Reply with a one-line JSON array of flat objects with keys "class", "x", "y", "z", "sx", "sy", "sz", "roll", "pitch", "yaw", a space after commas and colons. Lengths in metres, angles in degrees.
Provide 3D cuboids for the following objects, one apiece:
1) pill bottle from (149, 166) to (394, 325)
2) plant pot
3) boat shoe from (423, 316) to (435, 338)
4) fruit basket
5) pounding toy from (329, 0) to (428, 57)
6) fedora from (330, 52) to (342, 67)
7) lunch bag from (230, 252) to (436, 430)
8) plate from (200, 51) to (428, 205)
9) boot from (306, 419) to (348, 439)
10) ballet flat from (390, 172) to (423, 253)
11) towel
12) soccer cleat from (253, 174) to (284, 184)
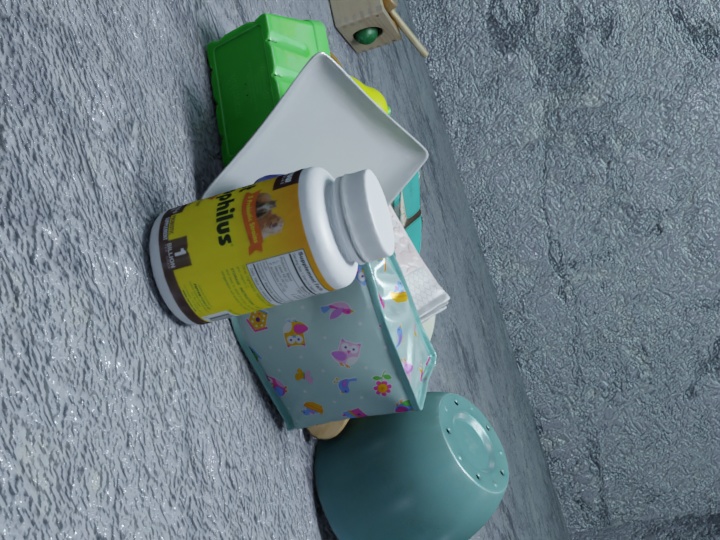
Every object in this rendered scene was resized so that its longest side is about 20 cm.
[{"class": "pill bottle", "x": -0.075, "y": -0.025, "z": 0.819, "sx": 0.109, "sy": 0.199, "sz": 0.110, "roll": -15, "pitch": 90, "yaw": -76}, {"class": "plant pot", "x": 0.072, "y": 0.233, "z": 1.078, "sx": 0.200, "sy": 0.161, "sz": 0.201, "roll": 39, "pitch": 29, "yaw": -27}, {"class": "boat shoe", "x": 0.066, "y": 0.112, "z": 1.376, "sx": 0.072, "sy": 0.060, "sz": 0.202, "roll": -20, "pitch": 122, "yaw": -54}, {"class": "fruit basket", "x": -0.068, "y": -0.187, "z": 1.103, "sx": 0.216, "sy": 0.155, "sz": 0.216, "roll": 38, "pitch": 41, "yaw": -44}, {"class": "pounding toy", "x": 0.030, "y": -0.529, "z": 1.869, "sx": 0.184, "sy": 0.142, "sz": 0.201, "roll": 21, "pitch": 55, "yaw": -72}, {"class": "fedora", "x": -0.062, "y": -0.256, "z": 1.349, "sx": 0.201, "sy": 0.082, "sz": 0.201, "roll": -14, "pitch": 90, "yaw": -76}, {"class": "lunch bag", "x": -0.033, "y": 0.051, "z": 0.967, "sx": 0.200, "sy": 0.170, "sz": 0.122, "roll": 66, "pitch": 24, "yaw": -23}, {"class": "plate", "x": -0.049, "y": -0.105, "z": 1.002, "sx": 0.199, "sy": 0.200, "sz": 0.032, "roll": 36, "pitch": 5, "yaw": -42}, {"class": "boot", "x": -0.021, "y": 0.137, "z": 1.154, "sx": 0.144, "sy": 0.071, "sz": 0.202, "roll": 80, "pitch": 17, "yaw": -58}, {"class": "ballet flat", "x": 0.047, "y": -0.078, "z": 1.260, "sx": 0.076, "sy": 0.064, "sz": 0.200, "roll": -39, "pitch": 144, "yaw": -35}, {"class": "towel", "x": 0.000, "y": 0.000, "z": 1.127, "sx": 0.200, "sy": 0.032, "sz": 0.191, "roll": -29, "pitch": 83, "yaw": -43}, {"class": "soccer cleat", "x": -0.029, "y": -0.041, "z": 0.972, "sx": 0.200, "sy": 0.084, "sz": 0.065, "roll": 27, "pitch": 79, "yaw": -40}]
